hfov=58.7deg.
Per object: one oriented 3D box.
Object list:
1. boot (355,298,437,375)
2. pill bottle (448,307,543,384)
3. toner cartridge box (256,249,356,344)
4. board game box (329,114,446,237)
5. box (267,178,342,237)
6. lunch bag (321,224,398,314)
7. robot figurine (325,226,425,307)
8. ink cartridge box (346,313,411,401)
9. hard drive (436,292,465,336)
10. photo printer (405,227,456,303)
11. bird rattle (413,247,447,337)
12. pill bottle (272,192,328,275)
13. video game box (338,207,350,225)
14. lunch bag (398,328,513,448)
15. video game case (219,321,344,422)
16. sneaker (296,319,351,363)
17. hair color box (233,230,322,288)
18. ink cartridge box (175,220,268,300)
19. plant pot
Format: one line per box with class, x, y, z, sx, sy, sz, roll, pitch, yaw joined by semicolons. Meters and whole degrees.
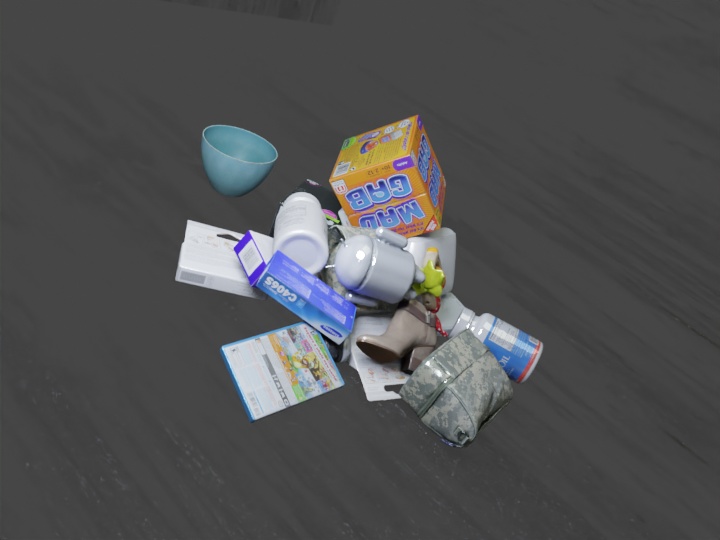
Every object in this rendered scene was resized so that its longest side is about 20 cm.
boot;0.080;0.121;1.313;0.199;0.070;0.148;34;59;-35
pill bottle;0.308;0.169;1.477;0.199;0.113;0.112;28;30;8
toner cartridge box;-0.102;0.051;1.244;0.199;0.043;0.095;37;26;-11
board game box;0.072;-0.208;1.512;0.198;0.201;0.201;-14;34;22
box;-0.123;-0.122;1.612;0.147;0.125;0.200;27;29;3
lunch bag;0.000;0.000;1.417;0.163;0.117;0.202;3;78;-43
robot figurine;0.031;-0.003;1.290;0.198;0.171;0.113;20;14;-24
ink cartridge box;0.040;0.185;1.342;0.160;0.050;0.201;2;55;-34
hard drive;0.183;0.107;1.571;0.198;0.026;0.132;-2;39;-37
photo printer;0.157;-0.009;1.549;0.069;0.168;0.199;12;17;35
bird rattle;0.164;0.043;1.435;0.112;0.201;0.164;-4;42;26
pill bottle;-0.125;-0.082;1.353;0.113;0.115;0.201;16;30;-14
video game box;0.018;-0.103;1.646;0.046;0.184;0.200;-10;21;21
lunch bag;0.198;0.237;1.259;0.168;0.140;0.199;43;37;19
video game case;-0.139;0.177;1.163;0.199;0.018;0.144;-14;67;-38
sneaker;-0.103;0.107;1.309;0.113;0.076;0.201;3;38;-37
hair color box;-0.169;-0.007;1.382;0.199;0.065;0.110;16;36;-51
ink cartridge box;-0.296;-0.023;1.407;0.198;0.045;0.177;14;32;-18
plant pot;-0.334;-0.276;1.692;0.198;0.136;0.201;18;30;-11
